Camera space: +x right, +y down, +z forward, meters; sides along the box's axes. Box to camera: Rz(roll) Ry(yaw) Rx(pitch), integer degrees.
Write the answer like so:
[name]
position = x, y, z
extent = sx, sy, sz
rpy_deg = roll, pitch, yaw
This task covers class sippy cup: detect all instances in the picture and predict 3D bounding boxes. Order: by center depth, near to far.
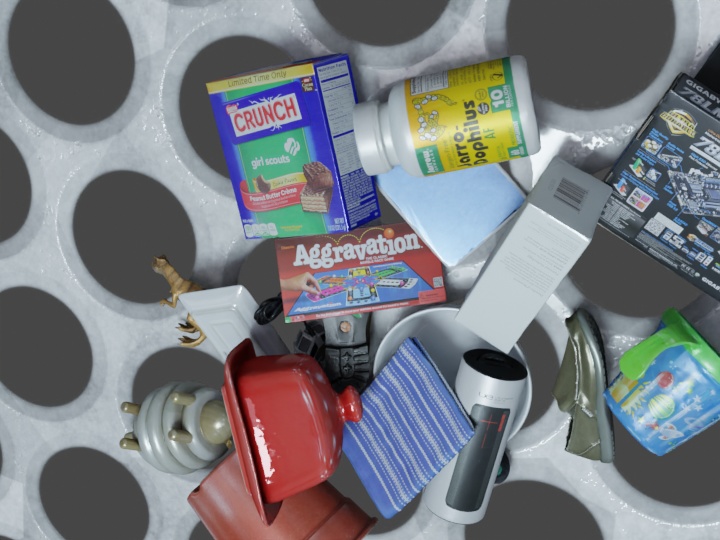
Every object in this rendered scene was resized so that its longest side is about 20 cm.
[sippy cup]
position = 0.353, 0.134, 1.190
extent = 0.130, 0.140, 0.178
rpy_deg = -44, 101, 11

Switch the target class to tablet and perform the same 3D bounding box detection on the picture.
[tablet]
position = 0.091, -0.115, 1.258
extent = 0.130, 0.014, 0.200
rpy_deg = -41, 91, 12

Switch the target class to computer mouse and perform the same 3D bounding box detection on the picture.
[computer mouse]
position = -0.065, 0.107, 1.353
extent = 0.044, 0.110, 0.201
rpy_deg = -10, 113, 35

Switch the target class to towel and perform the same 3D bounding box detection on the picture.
[towel]
position = 0.046, 0.194, 1.271
extent = 0.145, 0.024, 0.200
rpy_deg = 57, 131, 25

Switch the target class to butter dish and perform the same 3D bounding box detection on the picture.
[butter dish]
position = -0.070, 0.172, 1.232
extent = 0.147, 0.200, 0.201
rpy_deg = -13, 92, 2

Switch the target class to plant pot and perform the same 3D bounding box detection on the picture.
[plant pot]
position = -0.113, 0.326, 1.393
extent = 0.195, 0.201, 0.201
rpy_deg = 48, 115, 7

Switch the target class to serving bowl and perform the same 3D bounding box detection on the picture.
[serving bowl]
position = 0.120, 0.130, 1.313
extent = 0.199, 0.066, 0.202
rpy_deg = 6, 109, 16

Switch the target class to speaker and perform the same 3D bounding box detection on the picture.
[speaker]
position = 0.136, 0.196, 1.250
extent = 0.081, 0.081, 0.201
rpy_deg = 18, 111, 11

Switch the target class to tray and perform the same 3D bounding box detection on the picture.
[tray]
position = -0.149, 0.101, 1.360
extent = 0.107, 0.022, 0.201
rpy_deg = -8, 130, 30

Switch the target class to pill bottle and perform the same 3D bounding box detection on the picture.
[pill bottle]
position = 0.097, -0.168, 1.183
extent = 0.199, 0.113, 0.114
rpy_deg = -10, 105, 12

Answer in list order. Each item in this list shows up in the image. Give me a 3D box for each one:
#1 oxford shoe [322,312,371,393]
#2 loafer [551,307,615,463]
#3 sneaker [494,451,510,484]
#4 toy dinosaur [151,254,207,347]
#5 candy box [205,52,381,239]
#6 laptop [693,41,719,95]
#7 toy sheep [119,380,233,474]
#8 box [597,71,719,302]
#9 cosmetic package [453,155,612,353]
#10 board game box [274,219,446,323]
[oxford shoe]
position = -0.017, 0.052, 1.327
extent = 0.072, 0.084, 0.202
rpy_deg = 7, 89, -1
[loafer]
position = 0.264, 0.144, 1.267
extent = 0.069, 0.075, 0.201
rpy_deg = -7, 106, 15
[sneaker]
position = 0.095, 0.251, 1.374
extent = 0.199, 0.075, 0.088
rpy_deg = 10, 141, 9
[toy dinosaur]
position = -0.204, 0.049, 1.391
extent = 0.199, 0.060, 0.107
rpy_deg = 26, 112, 7
[candy box]
position = -0.079, -0.146, 1.257
extent = 0.168, 0.077, 0.201
rpy_deg = -3, 106, 37
[laptop]
position = 0.417, -0.139, 1.162
extent = 0.177, 0.103, 0.200
rpy_deg = 37, 140, 3
[toy sheep]
position = -0.249, 0.213, 1.422
extent = 0.199, 0.138, 0.139
rpy_deg = -9, 105, 32
[box]
position = 0.372, -0.081, 1.131
extent = 0.199, 0.050, 0.199
rpy_deg = 34, 138, 7
[cosmetic package]
position = 0.193, -0.015, 1.189
extent = 0.081, 0.113, 0.201
rpy_deg = 30, 134, 5
[board game box]
position = 0.000, 0.000, 1.279
extent = 0.198, 0.019, 0.104
rpy_deg = -8, 88, -3
